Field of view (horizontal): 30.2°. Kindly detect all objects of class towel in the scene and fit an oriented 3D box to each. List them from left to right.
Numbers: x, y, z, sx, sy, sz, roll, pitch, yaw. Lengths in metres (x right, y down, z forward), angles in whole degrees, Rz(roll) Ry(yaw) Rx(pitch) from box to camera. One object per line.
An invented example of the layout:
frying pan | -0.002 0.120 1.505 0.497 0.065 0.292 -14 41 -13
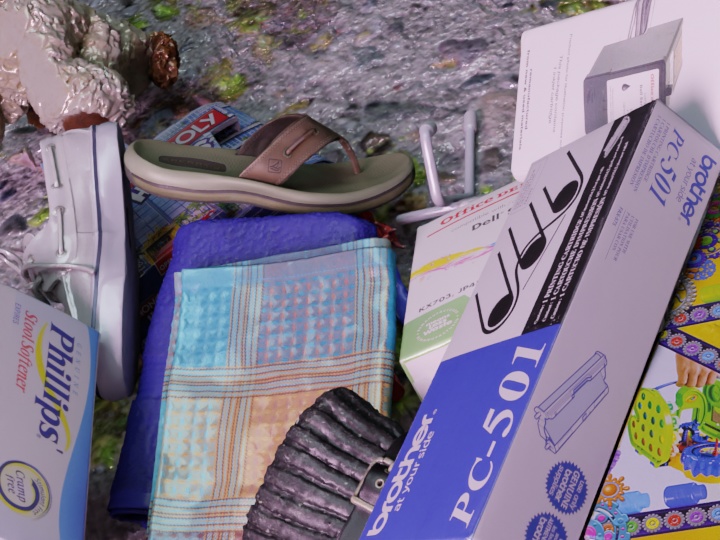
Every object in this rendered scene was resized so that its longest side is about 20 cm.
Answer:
towel | -0.066 0.062 0.815 0.145 0.050 0.203 -2 61 21
towel | -0.050 0.078 0.756 0.144 0.022 0.203 -8 59 19

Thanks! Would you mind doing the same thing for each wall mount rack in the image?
wall mount rack | 0.119 -0.085 0.894 0.197 0.076 0.174 -11 3 17

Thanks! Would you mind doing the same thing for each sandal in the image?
sandal | -0.056 -0.076 0.888 0.198 0.058 0.080 4 19 -15

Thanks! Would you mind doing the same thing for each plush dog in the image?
plush dog | -0.248 -0.176 1.113 0.197 0.171 0.163 -6 86 27

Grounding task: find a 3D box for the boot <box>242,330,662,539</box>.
boot | 0.051 0.090 0.623 0.157 0.080 0.211 26 67 42

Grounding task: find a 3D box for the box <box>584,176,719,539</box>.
box | 0.197 0.101 0.550 0.120 0.201 0.194 6 47 31

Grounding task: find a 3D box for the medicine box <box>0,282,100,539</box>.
medicine box | -0.239 0.136 0.741 0.200 0.102 0.183 -47 31 28

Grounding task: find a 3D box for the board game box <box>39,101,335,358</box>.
board game box | -0.146 -0.057 1.001 0.199 0.062 0.199 -40 43 -18

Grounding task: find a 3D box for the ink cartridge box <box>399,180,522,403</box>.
ink cartridge box | 0.090 0.004 0.761 0.116 0.068 0.201 -25 22 17

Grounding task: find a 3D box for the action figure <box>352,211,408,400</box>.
action figure | 0.000 0.000 0.880 0.065 0.052 0.201 -31 38 -1

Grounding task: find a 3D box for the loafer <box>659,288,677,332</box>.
loafer | 0.145 0.088 0.705 0.062 0.072 0.201 -23 31 28

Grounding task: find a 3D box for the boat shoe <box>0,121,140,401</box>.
boat shoe | -0.189 -0.007 0.856 0.085 0.075 0.205 -8 62 -3

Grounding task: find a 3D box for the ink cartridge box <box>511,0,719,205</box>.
ink cartridge box | 0.185 -0.080 0.653 0.143 0.086 0.199 5 -1 -24

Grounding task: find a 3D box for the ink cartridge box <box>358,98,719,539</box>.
ink cartridge box | 0.074 0.032 0.541 0.094 0.044 0.202 -26 34 61
